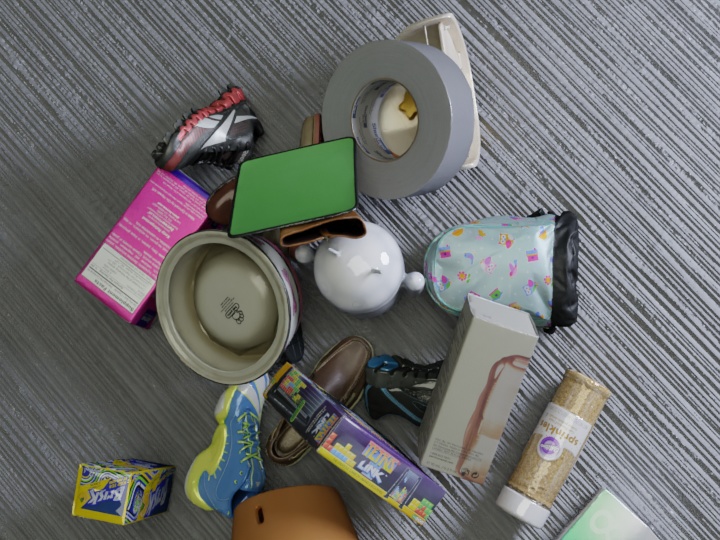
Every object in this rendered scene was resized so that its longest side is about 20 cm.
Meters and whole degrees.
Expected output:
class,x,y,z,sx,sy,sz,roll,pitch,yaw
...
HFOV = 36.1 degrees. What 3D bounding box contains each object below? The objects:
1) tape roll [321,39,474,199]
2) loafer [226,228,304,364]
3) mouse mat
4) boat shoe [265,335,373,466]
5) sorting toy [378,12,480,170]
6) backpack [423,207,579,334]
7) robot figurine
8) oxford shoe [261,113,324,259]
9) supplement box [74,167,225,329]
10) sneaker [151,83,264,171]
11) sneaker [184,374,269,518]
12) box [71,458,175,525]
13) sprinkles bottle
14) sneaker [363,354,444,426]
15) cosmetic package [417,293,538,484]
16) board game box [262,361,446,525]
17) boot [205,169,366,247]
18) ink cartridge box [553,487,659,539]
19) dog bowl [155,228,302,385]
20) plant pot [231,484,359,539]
class,x,y,z,sx,sy,sz,roll,pitch,yaw
tape roll,0.047,-0.194,1.424,0.199,0.066,0.202,7,102,34
loafer,-0.143,0.042,1.488,0.072,0.073,0.201,-30,85,28
mouse mat,-0.081,-0.105,1.355,0.159,0.201,0.008,-12,121,6
boat shoe,-0.051,0.173,1.451,0.074,0.075,0.203,34,86,8
sorting toy,0.062,-0.224,1.492,0.178,0.107,0.202,-8,93,16
backpack,0.182,-0.005,1.433,0.198,0.127,0.169,1,86,8
robot figurine,0.000,0.000,1.408,0.168,0.200,0.114,11,84,5
oxford shoe,-0.093,-0.119,1.498,0.074,0.070,0.202,10,83,8
supplement box,-0.276,-0.032,1.484,0.103,0.101,0.201,37,87,8
sneaker,-0.196,-0.173,1.472,0.098,0.200,0.071,48,130,-4
sneaker,-0.148,0.230,1.440,0.105,0.076,0.201,28,96,33
box,-0.294,0.276,1.393,0.069,0.200,0.065,9,84,6
sprinkles bottle,0.249,0.229,1.424,0.068,0.068,0.201,28,85,8
sneaker,0.101,0.163,1.455,0.198,0.073,0.083,7,110,2
cosmetic package,0.141,0.144,1.355,0.086,0.103,0.202,17,106,-2
board game box,-0.009,0.211,1.354,0.200,0.165,0.057,41,85,-34
boot,-0.097,-0.063,1.361,0.186,0.200,0.069,-4,114,-7
ink cartridge box,0.330,0.403,1.405,0.200,0.050,0.161,42,87,11
dog bowl,-0.161,0.040,1.413,0.198,0.074,0.202,6,104,24
plant pot,-0.081,0.356,1.380,0.198,0.200,0.141,-12,65,3
